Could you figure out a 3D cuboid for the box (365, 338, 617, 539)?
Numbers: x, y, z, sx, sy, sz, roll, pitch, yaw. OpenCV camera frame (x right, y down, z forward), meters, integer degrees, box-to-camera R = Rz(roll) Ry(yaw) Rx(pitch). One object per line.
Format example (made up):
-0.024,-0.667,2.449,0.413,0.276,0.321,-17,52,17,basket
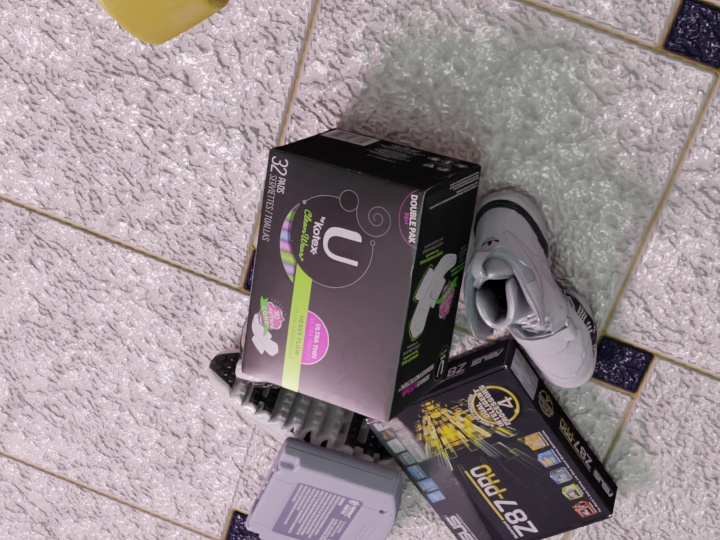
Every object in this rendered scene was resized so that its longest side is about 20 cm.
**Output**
0.125,0.172,1.503,0.161,0.049,0.200,-22,117,30,box

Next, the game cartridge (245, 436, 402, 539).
-0.032,0.229,1.558,0.132,0.041,0.200,22,148,-4,game cartridge

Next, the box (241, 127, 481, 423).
0.000,0.000,1.337,0.148,0.124,0.201,16,109,23,box

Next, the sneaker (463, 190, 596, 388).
0.143,0.040,1.369,0.075,0.115,0.201,-14,118,26,sneaker

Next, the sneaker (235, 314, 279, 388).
-0.017,0.067,1.468,0.199,0.074,0.080,-1,83,5,sneaker

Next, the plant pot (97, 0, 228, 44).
-0.123,-0.300,1.190,0.188,0.201,0.201,-26,113,15,plant pot

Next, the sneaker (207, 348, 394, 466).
-0.064,0.148,1.540,0.199,0.075,0.081,30,137,-2,sneaker
